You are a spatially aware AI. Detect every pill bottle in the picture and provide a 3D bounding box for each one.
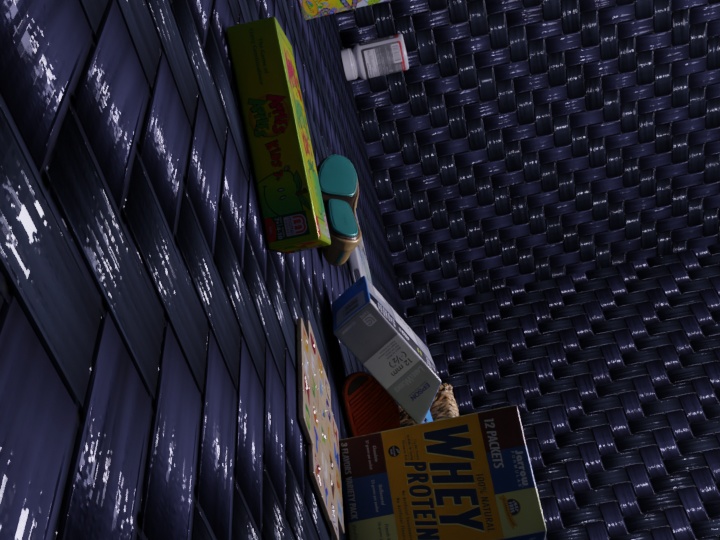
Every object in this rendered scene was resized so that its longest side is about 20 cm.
[{"bbox_3d":[0.044,-0.660,2.943,0.114,0.198,0.115,-12,90,-86],"label":"pill bottle"}]

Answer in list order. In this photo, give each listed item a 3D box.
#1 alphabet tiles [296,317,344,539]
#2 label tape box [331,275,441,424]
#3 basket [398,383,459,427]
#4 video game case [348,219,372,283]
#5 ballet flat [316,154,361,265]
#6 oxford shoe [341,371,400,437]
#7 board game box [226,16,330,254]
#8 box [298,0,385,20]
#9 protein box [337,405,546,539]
[{"bbox_3d":[-0.038,0.149,0.911,0.201,0.006,0.167,-96,173,-52],"label":"alphabet tiles"},{"bbox_3d":[0.050,0.112,1.191,0.200,0.066,0.143,47,6,-10],"label":"label tape box"},{"bbox_3d":[0.093,0.293,1.381,0.149,0.142,0.201,-97,172,-71],"label":"basket"},{"bbox_3d":[0.000,0.000,1.743,0.200,0.022,0.184,-92,170,-68],"label":"video game case"},{"bbox_3d":[-0.038,-0.084,1.303,0.201,0.068,0.063,-93,-162,-50],"label":"ballet flat"},{"bbox_3d":[0.012,0.202,1.195,0.072,0.071,0.201,25,-36,51],"label":"oxford shoe"},{"bbox_3d":[-0.074,-0.120,0.880,0.102,0.047,0.202,16,63,-85],"label":"board game box"},{"bbox_3d":[-0.033,-0.587,1.744,0.122,0.191,0.201,74,7,-46],"label":"box"},{"bbox_3d":[0.094,0.262,1.056,0.199,0.198,0.136,71,8,-62],"label":"protein box"}]
